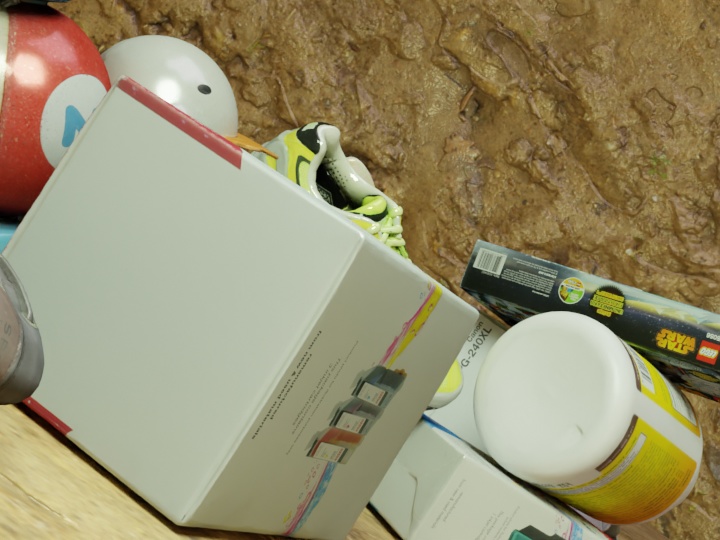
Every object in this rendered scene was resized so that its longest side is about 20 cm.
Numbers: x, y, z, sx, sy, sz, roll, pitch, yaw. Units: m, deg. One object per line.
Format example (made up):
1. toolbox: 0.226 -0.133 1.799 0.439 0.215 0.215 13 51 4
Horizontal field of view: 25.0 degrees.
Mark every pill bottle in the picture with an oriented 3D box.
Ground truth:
1. pill bottle: 0.160 0.106 1.078 0.109 0.110 0.200 33 -1 35

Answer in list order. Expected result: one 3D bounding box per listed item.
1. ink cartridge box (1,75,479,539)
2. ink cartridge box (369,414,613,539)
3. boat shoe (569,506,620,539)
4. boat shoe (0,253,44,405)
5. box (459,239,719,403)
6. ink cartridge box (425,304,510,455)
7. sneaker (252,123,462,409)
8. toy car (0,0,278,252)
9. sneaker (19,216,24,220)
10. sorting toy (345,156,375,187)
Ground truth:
1. ink cartridge box: -0.058 0.028 0.770 0.145 0.145 0.200 33 0 21
2. ink cartridge box: 0.101 0.173 1.059 0.199 0.068 0.116 33 1 -25
3. boat shoe: 0.193 0.230 1.359 0.199 0.066 0.074 34 1 24
4. boat shoe: -0.177 0.001 0.626 0.065 0.072 0.200 47 -10 -35
5. box: 0.183 0.041 1.138 0.199 0.040 0.137 19 -8 30
6. ink cartridge box: 0.097 0.121 1.247 0.083 0.146 0.200 34 1 21
7. sneaker: 0.000 0.000 1.012 0.201 0.076 0.075 52 45 -2
8. toy car: -0.133 -0.084 0.890 0.198 0.186 0.177 7 10 -19
9. sneaker: -0.239 -0.055 1.002 0.199 0.080 0.074 31 3 -25
10. sorting toy: -0.027 0.042 1.188 0.200 0.106 0.181 -69 138 -66
